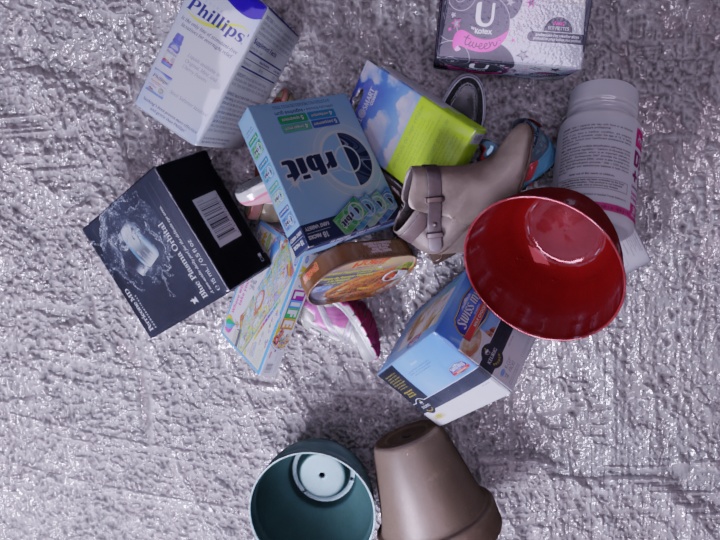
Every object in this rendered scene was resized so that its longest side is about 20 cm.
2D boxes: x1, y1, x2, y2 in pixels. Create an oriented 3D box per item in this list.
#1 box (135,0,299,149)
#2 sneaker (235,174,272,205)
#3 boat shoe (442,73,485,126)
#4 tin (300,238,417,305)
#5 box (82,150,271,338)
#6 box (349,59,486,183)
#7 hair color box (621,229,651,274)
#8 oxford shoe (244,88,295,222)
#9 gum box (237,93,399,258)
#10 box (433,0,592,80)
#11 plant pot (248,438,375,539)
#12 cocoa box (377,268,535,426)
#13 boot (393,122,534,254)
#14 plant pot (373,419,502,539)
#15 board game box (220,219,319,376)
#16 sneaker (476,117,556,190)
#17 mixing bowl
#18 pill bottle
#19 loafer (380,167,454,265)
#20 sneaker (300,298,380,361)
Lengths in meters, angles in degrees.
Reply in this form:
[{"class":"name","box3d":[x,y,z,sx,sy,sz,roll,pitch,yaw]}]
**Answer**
[{"class":"box","box3d":[-0.193,-0.285,0.856,0.104,0.184,0.202,32,101,0]},{"class":"sneaker","box3d":[-0.082,-0.110,0.897,0.198,0.075,0.107,-29,111,-31]},{"class":"boat shoe","box3d":[0.138,-0.190,0.900,0.072,0.068,0.203,20,102,1]},{"class":"tin","box3d":[0.000,0.000,0.889,0.112,0.198,0.042,-42,65,39]},{"class":"box","box3d":[-0.275,-0.036,0.914,0.198,0.117,0.199,-27,97,32]},{"class":"box","box3d":[0.067,-0.199,0.875,0.199,0.047,0.123,40,118,22]},{"class":"hair color box","box3d":[0.318,-0.011,0.920,0.198,0.061,0.100,-30,96,9]},{"class":"oxford shoe","box3d":[-0.125,-0.173,0.940,0.072,0.071,0.204,11,101,-25]},{"class":"gum box","box3d":[-0.053,-0.136,0.835,0.044,0.168,0.203,-35,78,52]},{"class":"box","box3d":[0.205,-0.343,0.842,0.195,0.115,0.135,6,101,5]},{"class":"plant pot","box3d":[-0.068,0.357,0.987,0.196,0.134,0.205,1,101,5]},{"class":"cocoa box","box3d":[0.136,0.113,0.876,0.130,0.200,0.134,37,57,-2]},{"class":"boot","box3d":[0.130,-0.112,0.804,0.143,0.070,0.204,13,107,-17]},{"class":"plant pot","box3d":[0.099,0.336,0.945,0.197,0.200,0.178,-21,90,9]},{"class":"board game box","box3d":[-0.144,0.041,0.946,0.134,0.034,0.203,34,107,43]},{"class":"sneaker","box3d":[0.188,-0.143,0.886,0.199,0.079,0.096,-42,111,-6]},{"class":"mixing bowl","box3d":[0.241,-0.026,0.759,0.197,0.108,0.203,23,134,25]},{"class":"pill bottle","box3d":[0.326,-0.149,0.840,0.111,0.113,0.204,10,78,3]},{"class":"loafer","box3d":[0.068,-0.082,0.924,0.199,0.073,0.071,42,102,-2]},{"class":"sneaker","box3d":[-0.046,0.070,0.966,0.088,0.081,0.201,-40,88,15]}]
